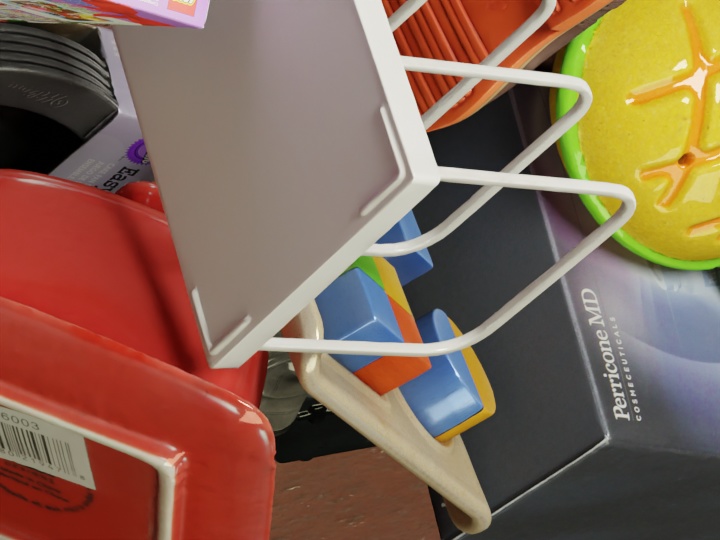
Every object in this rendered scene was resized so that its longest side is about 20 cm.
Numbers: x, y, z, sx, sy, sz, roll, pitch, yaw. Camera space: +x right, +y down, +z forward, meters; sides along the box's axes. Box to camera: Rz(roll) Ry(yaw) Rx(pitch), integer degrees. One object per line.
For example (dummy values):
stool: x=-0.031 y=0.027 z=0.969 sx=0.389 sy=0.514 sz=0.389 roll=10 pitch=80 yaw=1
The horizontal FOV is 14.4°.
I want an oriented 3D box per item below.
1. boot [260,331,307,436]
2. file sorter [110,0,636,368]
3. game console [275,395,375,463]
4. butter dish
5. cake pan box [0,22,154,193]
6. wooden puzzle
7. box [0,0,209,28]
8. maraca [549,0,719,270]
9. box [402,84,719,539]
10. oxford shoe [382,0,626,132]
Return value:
boot: x=-0.005 y=0.034 z=1.439 sx=0.200 sy=0.070 sz=0.132 roll=21 pitch=126 yaw=-32
file sorter: x=0.000 y=-0.082 z=1.098 sx=0.124 sy=0.201 sz=0.139 roll=3 pitch=149 yaw=-38
game console: x=0.051 y=0.053 z=1.564 sx=0.199 sy=0.031 sz=0.177 roll=-9 pitch=152 yaw=-10
butter dish: x=-0.110 y=0.028 z=1.181 sx=0.199 sy=0.148 sz=0.200 roll=21 pitch=150 yaw=7
cake pan box: x=-0.191 y=-0.048 z=1.227 sx=0.184 sy=0.052 sz=0.200 roll=11 pitch=144 yaw=-44
wooden puzzle: x=0.000 y=0.000 z=1.235 sx=0.046 sy=0.186 sz=0.200 roll=-28 pitch=146 yaw=10
box: x=-0.169 y=-0.128 z=1.024 sx=0.200 sy=0.039 sz=0.137 roll=13 pitch=176 yaw=-43
maraca: x=0.161 y=-0.061 z=1.285 sx=0.200 sy=0.107 sz=0.137 roll=37 pitch=81 yaw=-35
box: x=0.124 y=0.028 z=1.363 sx=0.198 sy=0.201 sz=0.123 roll=9 pitch=145 yaw=-39
oxford shoe: x=0.064 y=-0.111 z=1.217 sx=0.072 sy=0.071 sz=0.200 roll=-18 pitch=174 yaw=-46
